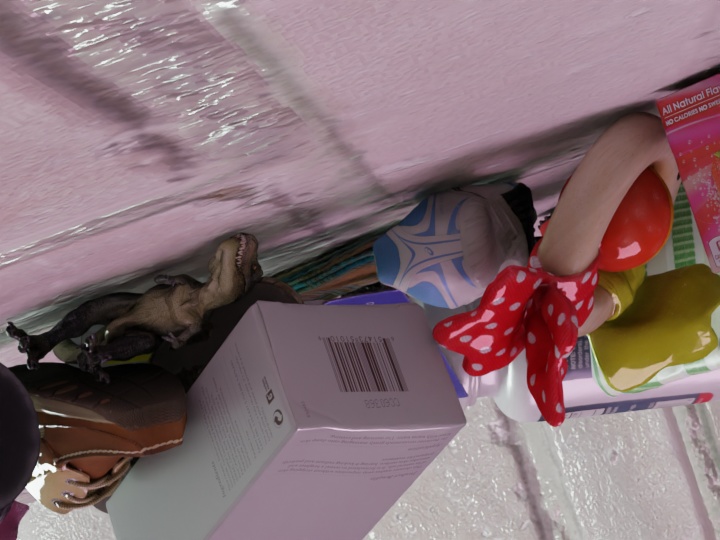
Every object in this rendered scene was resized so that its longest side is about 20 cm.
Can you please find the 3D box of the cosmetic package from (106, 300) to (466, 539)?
[{"bbox_3d":[-0.044,0.104,1.331,0.112,0.081,0.200,2,145,-35],"label":"cosmetic package"}]

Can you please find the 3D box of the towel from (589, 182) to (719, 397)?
[{"bbox_3d":[0.190,-0.011,1.461,0.023,0.153,0.200,4,166,-27],"label":"towel"}]

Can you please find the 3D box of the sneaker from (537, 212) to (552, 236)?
[{"bbox_3d":[0.201,-0.019,1.710,0.070,0.094,0.200,-16,174,-32],"label":"sneaker"}]

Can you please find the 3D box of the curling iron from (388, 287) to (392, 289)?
[{"bbox_3d":[0.004,0.051,1.636,0.026,0.050,0.200,2,-133,54],"label":"curling iron"}]

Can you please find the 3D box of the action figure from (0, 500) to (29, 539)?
[{"bbox_3d":[-0.318,0.161,1.695,0.200,0.134,0.149,22,107,-43],"label":"action figure"}]

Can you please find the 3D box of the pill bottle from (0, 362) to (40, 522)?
[{"bbox_3d":[-0.242,0.103,1.279,0.111,0.112,0.200,-16,174,-33],"label":"pill bottle"}]

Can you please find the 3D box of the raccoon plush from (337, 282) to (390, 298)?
[{"bbox_3d":[0.027,0.028,1.694,0.200,0.097,0.134,-49,174,6],"label":"raccoon plush"}]

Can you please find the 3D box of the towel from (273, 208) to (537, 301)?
[{"bbox_3d":[0.000,0.000,1.591,0.199,0.022,0.146,-23,173,38],"label":"towel"}]

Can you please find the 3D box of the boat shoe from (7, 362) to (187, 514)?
[{"bbox_3d":[-0.153,0.092,1.352,0.075,0.074,0.200,-12,-173,-31],"label":"boat shoe"}]

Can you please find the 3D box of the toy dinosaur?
[{"bbox_3d":[-0.132,0.031,1.319,0.200,0.048,0.088,-19,-177,44],"label":"toy dinosaur"}]

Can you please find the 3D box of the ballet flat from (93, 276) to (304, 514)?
[{"bbox_3d":[-0.093,0.065,1.384,0.200,0.067,0.046,-49,-176,34],"label":"ballet flat"}]

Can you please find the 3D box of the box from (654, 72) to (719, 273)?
[{"bbox_3d":[0.266,-0.079,1.272,0.199,0.100,0.095,-21,174,31],"label":"box"}]

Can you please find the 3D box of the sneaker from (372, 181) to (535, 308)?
[{"bbox_3d":[0.059,-0.015,1.426,0.072,0.072,0.200,-3,179,17],"label":"sneaker"}]

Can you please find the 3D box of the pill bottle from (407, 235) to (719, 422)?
[{"bbox_3d":[0.135,0.035,1.608,0.199,0.120,0.120,-6,173,-8],"label":"pill bottle"}]

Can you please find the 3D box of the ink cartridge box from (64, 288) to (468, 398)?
[{"bbox_3d":[-0.050,0.071,1.490,0.199,0.047,0.198,-4,158,14],"label":"ink cartridge box"}]

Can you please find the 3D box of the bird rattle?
[{"bbox_3d":[0.121,-0.011,1.348,0.112,0.164,0.200,27,-168,30],"label":"bird rattle"}]
